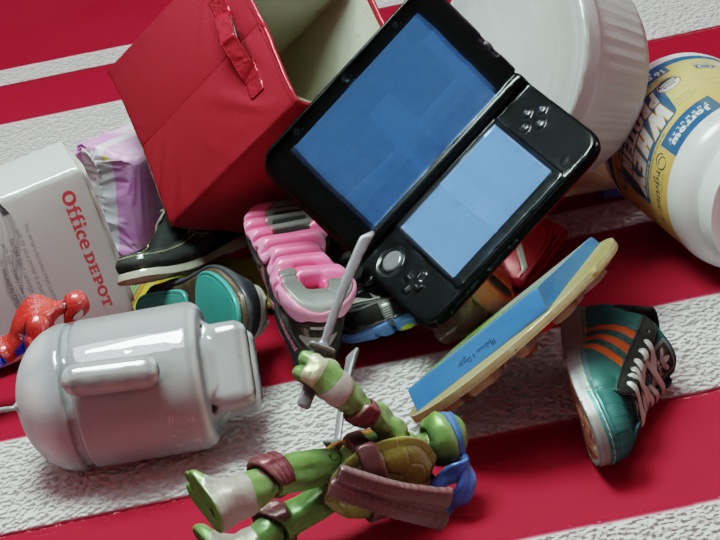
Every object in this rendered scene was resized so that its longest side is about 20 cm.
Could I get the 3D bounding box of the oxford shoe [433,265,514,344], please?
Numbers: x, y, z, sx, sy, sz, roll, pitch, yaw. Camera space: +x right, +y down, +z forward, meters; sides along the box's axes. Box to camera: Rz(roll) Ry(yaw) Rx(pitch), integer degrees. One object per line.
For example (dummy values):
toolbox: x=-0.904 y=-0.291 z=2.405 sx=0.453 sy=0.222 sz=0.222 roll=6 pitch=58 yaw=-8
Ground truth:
oxford shoe: x=0.068 y=-0.012 z=1.638 sx=0.073 sy=0.071 sz=0.200 roll=-44 pitch=23 yaw=16

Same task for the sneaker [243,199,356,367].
sneaker: x=-0.051 y=0.013 z=1.636 sx=0.078 sy=0.096 sz=0.200 roll=-6 pitch=32 yaw=-7

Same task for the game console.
game console: x=0.054 y=-0.088 z=1.549 sx=0.200 sy=0.119 sz=0.172 roll=-47 pitch=42 yaw=2

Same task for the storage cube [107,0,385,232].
storage cube: x=-0.078 y=-0.149 z=1.720 sx=0.199 sy=0.172 sz=0.180 roll=4 pitch=-36 yaw=-49

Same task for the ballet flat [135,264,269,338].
ballet flat: x=-0.117 y=0.030 z=1.641 sx=0.073 sy=0.074 sz=0.199 roll=-27 pitch=11 yaw=-29

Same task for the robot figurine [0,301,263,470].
robot figurine: x=-0.177 y=0.089 z=1.518 sx=0.198 sy=0.114 sz=0.170 roll=-10 pitch=-15 yaw=4

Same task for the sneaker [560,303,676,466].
sneaker: x=0.190 y=0.072 z=1.442 sx=0.079 sy=0.072 sz=0.200 roll=-13 pitch=24 yaw=8

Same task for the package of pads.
package of pads: x=-0.174 y=-0.086 z=1.842 sx=0.075 sy=0.122 sz=0.199 roll=18 pitch=31 yaw=32

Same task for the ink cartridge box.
ink cartridge box: x=-0.312 y=-0.002 z=1.710 sx=0.199 sy=0.146 sz=0.083 roll=-23 pitch=25 yaw=-10

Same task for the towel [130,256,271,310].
towel: x=-0.153 y=0.018 z=1.773 sx=0.198 sy=0.018 sz=0.086 roll=-3 pitch=30 yaw=17

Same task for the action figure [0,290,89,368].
action figure: x=-0.294 y=0.092 z=1.639 sx=0.199 sy=0.099 sz=0.065 roll=-34 pitch=28 yaw=5

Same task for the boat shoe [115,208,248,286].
boat shoe: x=-0.159 y=-0.031 z=1.730 sx=0.071 sy=0.068 sz=0.200 roll=-13 pitch=9 yaw=27

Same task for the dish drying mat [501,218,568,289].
dish drying mat: x=0.079 y=-0.042 z=1.728 sx=0.199 sy=0.018 sz=0.077 roll=23 pitch=63 yaw=31

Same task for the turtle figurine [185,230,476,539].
turtle figurine: x=-0.037 y=0.115 z=1.376 sx=0.193 sy=0.201 sz=0.144 roll=-27 pitch=-5 yaw=-21

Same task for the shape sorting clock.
shape sorting clock: x=0.115 y=0.046 z=1.470 sx=0.200 sy=0.039 sz=0.200 roll=-39 pitch=-2 yaw=-2

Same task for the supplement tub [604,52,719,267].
supplement tub: x=0.299 y=-0.087 z=1.637 sx=0.143 sy=0.146 sz=0.200 roll=-17 pitch=25 yaw=-11

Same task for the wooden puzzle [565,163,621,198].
wooden puzzle: x=0.165 y=-0.110 z=1.798 sx=0.199 sy=0.047 sz=0.185 roll=-15 pitch=40 yaw=-36

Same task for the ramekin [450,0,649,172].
ramekin: x=0.155 y=-0.167 z=1.666 sx=0.094 sy=0.204 sz=0.202 roll=5 pitch=12 yaw=-36

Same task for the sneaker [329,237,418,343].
sneaker: x=0.000 y=0.000 z=1.662 sx=0.070 sy=0.083 sz=0.200 roll=-14 pitch=26 yaw=-5
